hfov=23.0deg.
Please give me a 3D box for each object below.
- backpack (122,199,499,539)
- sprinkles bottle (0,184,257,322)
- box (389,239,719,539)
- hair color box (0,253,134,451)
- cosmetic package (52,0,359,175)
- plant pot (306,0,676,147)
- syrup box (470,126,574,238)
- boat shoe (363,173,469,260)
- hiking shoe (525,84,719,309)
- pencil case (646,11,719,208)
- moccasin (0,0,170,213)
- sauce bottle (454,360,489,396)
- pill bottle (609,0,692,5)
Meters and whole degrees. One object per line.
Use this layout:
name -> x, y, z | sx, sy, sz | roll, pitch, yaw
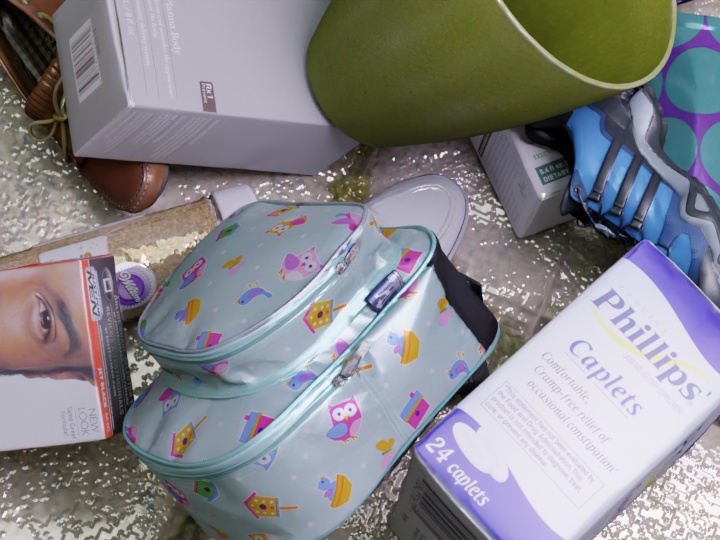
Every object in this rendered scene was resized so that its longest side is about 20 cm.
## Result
backpack -> -0.042, 0.059, 1.029 | 0.153, 0.175, 0.200 | 46, 67, -31
sprinkles bottle -> -0.159, 0.001, 1.168 | 0.199, 0.068, 0.069 | -17, 72, -10
box -> 0.127, 0.108, 1.092 | 0.200, 0.184, 0.105 | -41, 77, -17
hair color box -> -0.246, 0.057, 1.088 | 0.199, 0.064, 0.111 | -8, 91, 12
cosmetic package -> -0.094, -0.130, 1.166 | 0.199, 0.090, 0.107 | -1, 70, -36
plant pot -> 0.063, -0.160, 1.114 | 0.187, 0.200, 0.188 | 20, 58, -35
syrup box -> 0.111, -0.134, 1.235 | 0.078, 0.081, 0.201 | -20, 74, -13
boat shoe -> 0.000, 0.000, 1.183 | 0.074, 0.067, 0.200 | 44, 72, 11
hiking shoe -> 0.173, -0.038, 1.130 | 0.086, 0.074, 0.201 | -22, 61, -3
pencil case -> 0.231, -0.078, 1.223 | 0.085, 0.092, 0.201 | -5, 68, 28
moccasin -> -0.199, -0.122, 1.195 | 0.078, 0.074, 0.202 | -10, 65, -54
sauce bottle -> -0.013, 0.090, 1.149 | 0.199, 0.065, 0.065 | -21, 73, -11
pill bottle -> 0.202, -0.239, 1.224 | 0.200, 0.116, 0.116 | -23, 70, -49
